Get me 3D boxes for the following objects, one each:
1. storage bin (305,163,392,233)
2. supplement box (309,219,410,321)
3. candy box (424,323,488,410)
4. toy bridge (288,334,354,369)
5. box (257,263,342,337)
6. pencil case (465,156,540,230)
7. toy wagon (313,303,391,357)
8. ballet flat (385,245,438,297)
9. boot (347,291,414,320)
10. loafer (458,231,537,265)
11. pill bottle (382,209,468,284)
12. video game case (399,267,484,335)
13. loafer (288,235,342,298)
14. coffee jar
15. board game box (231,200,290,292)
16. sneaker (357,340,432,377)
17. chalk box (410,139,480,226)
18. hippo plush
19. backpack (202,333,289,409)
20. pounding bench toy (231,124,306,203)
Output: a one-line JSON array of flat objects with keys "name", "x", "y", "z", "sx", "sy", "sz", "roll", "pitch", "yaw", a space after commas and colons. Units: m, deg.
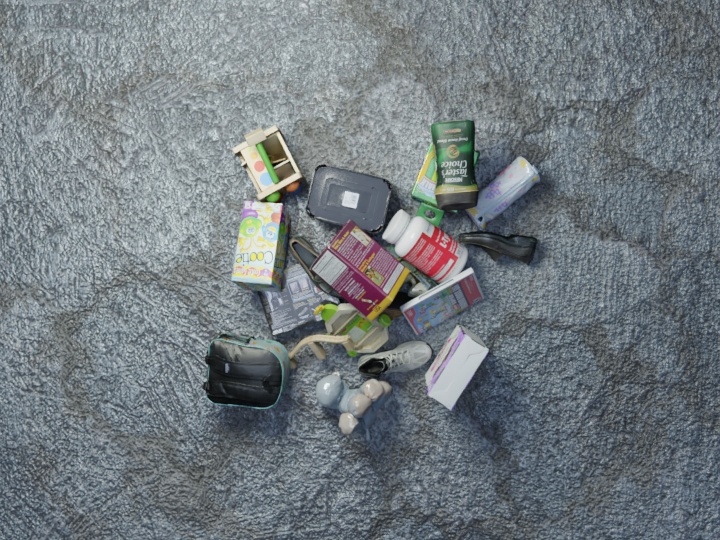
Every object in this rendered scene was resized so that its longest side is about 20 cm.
[{"name": "storage bin", "x": -0.026, "y": -0.178, "z": 1.682, "sx": 0.198, "sy": 0.094, "sz": 0.137, "roll": 14, "pitch": 94, "yaw": 3}, {"name": "supplement box", "x": 0.000, "y": 0.000, "z": 1.612, "sx": 0.200, "sy": 0.131, "sz": 0.103, "roll": 41, "pitch": 133, "yaw": -3}, {"name": "candy box", "x": 0.230, "y": 0.229, "z": 1.637, "sx": 0.071, "sy": 0.200, "sz": 0.169, "roll": 32, "pitch": 94, "yaw": 1}, {"name": "toy bridge", "x": -0.110, "y": 0.195, "z": 1.700, "sx": 0.198, "sy": 0.027, "sz": 0.068, "roll": -20, "pitch": 122, "yaw": 23}, {"name": "box", "x": -0.157, "y": 0.064, "z": 1.725, "sx": 0.198, "sy": 0.050, "sz": 0.159, "roll": -19, "pitch": 92, "yaw": 4}, {"name": "pencil case", "x": 0.348, "y": -0.191, "z": 1.661, "sx": 0.200, "sy": 0.091, "sz": 0.083, "roll": -41, "pitch": 90, "yaw": 4}, {"name": "toy wagon", "x": -0.025, "y": 0.134, "z": 1.679, "sx": 0.199, "sy": 0.040, "sz": 0.155, "roll": 33, "pitch": 126, "yaw": -17}, {"name": "ballet flat", "x": 0.125, "y": 0.027, "z": 1.693, "sx": 0.200, "sy": 0.074, "sz": 0.074, "roll": 42, "pitch": 95, "yaw": 7}, {"name": "boot", "x": 0.068, "y": 0.106, "z": 1.718, "sx": 0.197, "sy": 0.074, "sz": 0.076, "roll": -5, "pitch": 120, "yaw": 1}, {"name": "loafer", "x": 0.341, "y": -0.057, "z": 1.680, "sx": 0.197, "sy": 0.073, "sz": 0.073, "roll": 8, "pitch": 98, "yaw": 4}, {"name": "pill bottle", "x": 0.157, "y": -0.060, "z": 1.651, "sx": 0.199, "sy": 0.112, "sz": 0.113, "roll": 33, "pitch": 95, "yaw": -12}, {"name": "video game case", "x": 0.206, "y": 0.080, "z": 1.670, "sx": 0.198, "sy": 0.143, "sz": 0.018, "roll": -29, "pitch": 54, "yaw": 5}, {"name": "loafer", "x": -0.106, "y": -0.003, "z": 1.662, "sx": 0.200, "sy": 0.063, "sz": 0.072, "roll": 44, "pitch": 93, "yaw": 0}, {"name": "coffee jar", "x": 0.217, "y": -0.240, "z": 1.544, "sx": 0.103, "sy": 0.085, "sz": 0.203, "roll": -4, "pitch": 94, "yaw": 6}, {"name": "board game box", "x": -0.243, "y": -0.058, "z": 1.666, "sx": 0.102, "sy": 0.105, "sz": 0.203, "roll": 5, "pitch": 78, "yaw": 8}, {"name": "sneaker", "x": 0.088, "y": 0.234, "z": 1.689, "sx": 0.198, "sy": 0.115, "sz": 0.077, "roll": -15, "pitch": 93, "yaw": 4}, {"name": "chalk box", "x": 0.198, "y": -0.211, "z": 1.651, "sx": 0.124, "sy": 0.124, "sz": 0.202, "roll": 20, "pitch": 94, "yaw": 2}, {"name": "hippo plush", "x": -0.023, "y": 0.312, "z": 1.696, "sx": 0.160, "sy": 0.200, "sz": 0.160, "roll": 35, "pitch": 88, "yaw": 25}, {"name": "backpack", "x": -0.275, "y": 0.253, "z": 1.691, "sx": 0.197, "sy": 0.153, "sz": 0.178, "roll": 8, "pitch": 96, "yaw": 12}, {"name": "pounding bench toy", "x": -0.220, "y": -0.251, "z": 1.631, "sx": 0.123, "sy": 0.200, "sz": 0.157, "roll": -27, "pitch": 91, "yaw": 1}]
